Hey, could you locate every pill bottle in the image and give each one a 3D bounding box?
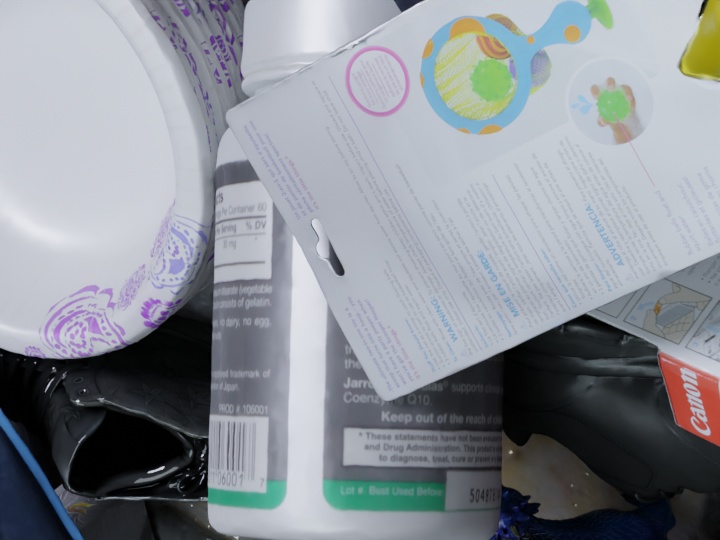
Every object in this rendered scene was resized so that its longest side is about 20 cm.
[{"bbox_3d":[0.000,0.000,0.752,0.112,0.113,0.202,0,86,30],"label":"pill bottle"}]

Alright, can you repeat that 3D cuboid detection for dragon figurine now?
[{"bbox_3d":[0.125,0.142,0.806,0.199,0.099,0.059,35,126,11],"label":"dragon figurine"}]

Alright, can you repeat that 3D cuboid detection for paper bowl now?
[{"bbox_3d":[-0.126,-0.072,0.841,0.199,0.104,0.202,12,118,24],"label":"paper bowl"}]

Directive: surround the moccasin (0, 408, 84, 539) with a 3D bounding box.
[{"bbox_3d":[-0.175,0.098,0.852,0.201,0.068,0.080,54,154,-6],"label":"moccasin"}]

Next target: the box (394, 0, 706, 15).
[{"bbox_3d":[0.088,-0.162,0.674,0.181,0.104,0.201,-27,99,35],"label":"box"}]

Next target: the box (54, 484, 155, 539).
[{"bbox_3d":[-0.161,0.214,0.943,0.048,0.200,0.160,2,114,33],"label":"box"}]

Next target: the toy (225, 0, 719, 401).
[{"bbox_3d":[0.065,-0.047,0.652,0.199,0.047,0.116,-25,97,32],"label":"toy"}]

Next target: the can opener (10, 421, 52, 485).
[{"bbox_3d":[-0.194,0.056,0.981,0.063,0.079,0.201,-24,107,-4],"label":"can opener"}]

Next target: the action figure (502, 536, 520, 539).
[{"bbox_3d":[0.104,0.142,0.736,0.199,0.070,0.130,-27,116,26],"label":"action figure"}]

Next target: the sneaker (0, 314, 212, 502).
[{"bbox_3d":[-0.123,0.057,0.882,0.198,0.104,0.060,8,117,3],"label":"sneaker"}]

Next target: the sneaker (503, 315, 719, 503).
[{"bbox_3d":[0.137,0.053,0.782,0.199,0.076,0.091,19,128,32],"label":"sneaker"}]

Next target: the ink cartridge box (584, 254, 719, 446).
[{"bbox_3d":[0.164,0.016,0.701,0.199,0.109,0.050,25,154,36],"label":"ink cartridge box"}]
